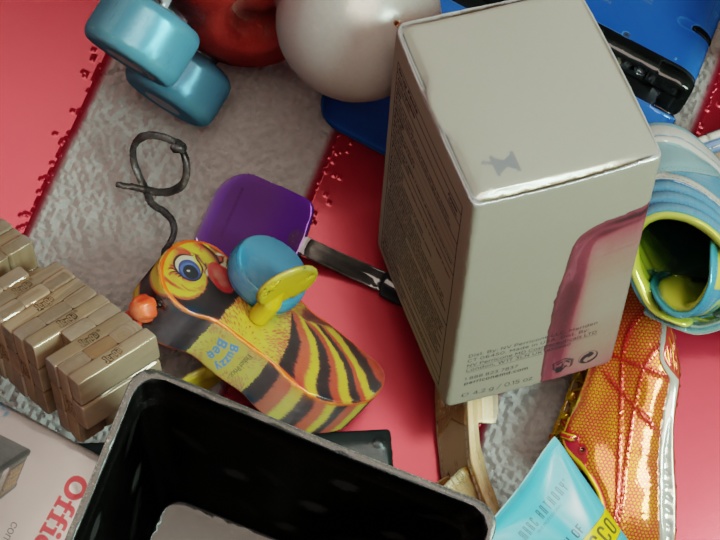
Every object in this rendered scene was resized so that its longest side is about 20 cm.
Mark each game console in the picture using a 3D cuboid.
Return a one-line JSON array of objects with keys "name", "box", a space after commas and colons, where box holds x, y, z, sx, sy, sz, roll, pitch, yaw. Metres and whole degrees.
[{"name": "game console", "box": [0.103, -0.137, 1.406, 0.200, 0.118, 0.171, 28, 45, 0]}]

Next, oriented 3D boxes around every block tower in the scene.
[{"name": "block tower", "box": [-0.193, 0.020, 1.262, 0.058, 0.054, 0.200, -32, 48, -27]}]

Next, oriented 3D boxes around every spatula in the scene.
[{"name": "spatula", "box": [0.000, 0.000, 1.360, 0.200, 0.021, 0.057, 23, 87, -3]}]

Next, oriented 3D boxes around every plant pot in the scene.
[{"name": "plant pot", "box": [-0.065, 0.191, 1.196, 0.199, 0.177, 0.200, 22, 77, -2]}]

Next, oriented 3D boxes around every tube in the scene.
[{"name": "tube", "box": [0.147, 0.194, 1.286, 0.200, 0.050, 0.077, 51, 54, -14]}]

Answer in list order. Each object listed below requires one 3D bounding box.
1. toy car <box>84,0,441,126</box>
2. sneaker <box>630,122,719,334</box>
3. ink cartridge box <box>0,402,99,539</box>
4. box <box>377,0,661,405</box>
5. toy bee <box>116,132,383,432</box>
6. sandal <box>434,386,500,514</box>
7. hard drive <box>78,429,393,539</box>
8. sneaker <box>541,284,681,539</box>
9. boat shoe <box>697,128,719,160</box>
[{"name": "toy car", "box": [-0.019, -0.151, 1.300, 0.200, 0.177, 0.185, 31, 85, 13]}, {"name": "sneaker", "box": [0.220, 0.013, 1.311, 0.200, 0.131, 0.080, 37, 118, -15]}, {"name": "ink cartridge box", "box": [-0.241, 0.133, 1.250, 0.200, 0.088, 0.145, 28, 81, 8]}, {"name": "box", "box": [0.083, -0.038, 1.254, 0.109, 0.200, 0.128, -14, 57, -13]}, {"name": "toy bee", "box": [-0.088, 0.028, 1.297, 0.200, 0.131, 0.109, 29, 38, 17]}, {"name": "sandal", "box": [0.042, 0.138, 1.303, 0.070, 0.078, 0.212, 3, 69, -18]}, {"name": "hard drive", "box": [-0.077, 0.166, 1.308, 0.200, 0.033, 0.140, -2, 77, -7]}, {"name": "sneaker", "box": [0.147, 0.082, 1.333, 0.077, 0.073, 0.200, 3, 76, -7]}, {"name": "boat shoe", "box": [0.279, -0.056, 1.380, 0.200, 0.072, 0.073, -8, 80, -8]}]
